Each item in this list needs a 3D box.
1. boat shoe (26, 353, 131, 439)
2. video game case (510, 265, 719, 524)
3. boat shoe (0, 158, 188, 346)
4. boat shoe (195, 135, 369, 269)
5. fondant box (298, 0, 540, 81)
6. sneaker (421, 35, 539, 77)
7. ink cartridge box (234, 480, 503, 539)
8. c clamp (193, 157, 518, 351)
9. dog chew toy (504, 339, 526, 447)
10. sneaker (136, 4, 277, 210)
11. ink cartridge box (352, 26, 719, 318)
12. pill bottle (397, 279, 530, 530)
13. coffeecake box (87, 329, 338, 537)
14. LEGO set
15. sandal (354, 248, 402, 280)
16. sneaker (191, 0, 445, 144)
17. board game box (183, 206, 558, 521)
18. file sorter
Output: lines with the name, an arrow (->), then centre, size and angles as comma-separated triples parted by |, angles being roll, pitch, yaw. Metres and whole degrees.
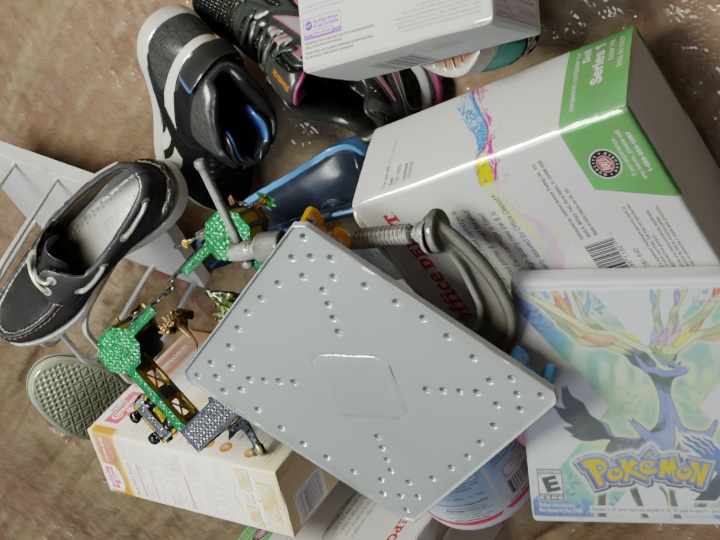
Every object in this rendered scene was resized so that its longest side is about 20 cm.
boat shoe -> -0.238, 0.114, 1.291 | 0.062, 0.200, 0.075 | 33, 94, 35
video game case -> 0.202, 0.083, 0.904 | 0.198, 0.022, 0.184 | -1, 115, 16
boat shoe -> -0.216, -0.013, 1.061 | 0.199, 0.060, 0.074 | -36, 75, 19
boat shoe -> -0.057, -0.034, 1.094 | 0.199, 0.084, 0.069 | -28, 92, 47
fondant box -> 0.027, -0.228, 0.841 | 0.143, 0.058, 0.202 | -8, 86, 39
sneaker -> 0.034, -0.187, 0.929 | 0.200, 0.080, 0.072 | 43, 124, 32
ink cartridge box -> 0.002, 0.233, 1.209 | 0.199, 0.146, 0.085 | -6, 120, 39
c clamp -> 0.000, 0.000, 0.909 | 0.198, 0.027, 0.172 | 0, 129, 29
dog chew toy -> 0.198, 0.085, 0.982 | 0.198, 0.125, 0.125 | 13, 129, 18
sneaker -> -0.103, -0.092, 1.046 | 0.112, 0.073, 0.201 | 44, 161, 35
ink cartridge box -> 0.117, -0.049, 0.911 | 0.199, 0.084, 0.145 | -18, 128, 31
pill bottle -> 0.060, 0.101, 1.057 | 0.108, 0.109, 0.201 | 6, 143, 32
coffeecake box -> -0.106, 0.134, 1.206 | 0.199, 0.154, 0.074 | 8, 127, 32
LEGO set -> -0.090, 0.038, 1.067 | 0.154, 0.116, 0.200 | 40, 112, 6
sandal -> 0.030, 0.021, 1.112 | 0.076, 0.043, 0.201 | 35, 146, 19
sneaker -> -0.040, -0.155, 0.990 | 0.199, 0.086, 0.081 | 27, 132, 18
board game box -> 0.003, 0.069, 0.936 | 0.199, 0.026, 0.200 | 33, 137, -7
file sorter -> -0.259, -0.008, 1.198 | 0.199, 0.125, 0.139 | 20, 158, 23
